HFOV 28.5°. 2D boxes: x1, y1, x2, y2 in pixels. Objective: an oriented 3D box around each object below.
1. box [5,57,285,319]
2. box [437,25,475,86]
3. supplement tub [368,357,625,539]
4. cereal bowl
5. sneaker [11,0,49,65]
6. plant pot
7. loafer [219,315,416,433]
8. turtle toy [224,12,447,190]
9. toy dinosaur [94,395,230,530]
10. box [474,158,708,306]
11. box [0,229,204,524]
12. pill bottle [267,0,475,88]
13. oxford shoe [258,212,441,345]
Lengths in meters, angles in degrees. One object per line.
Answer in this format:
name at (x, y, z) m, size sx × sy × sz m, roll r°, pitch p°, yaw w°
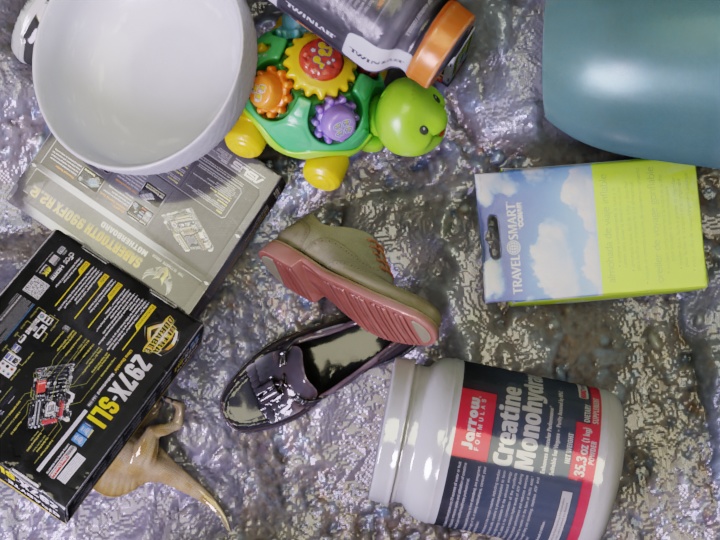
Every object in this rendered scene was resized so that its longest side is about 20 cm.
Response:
box at (-0.191, -0.071, 1.276) m, size 0.199 × 0.048 × 0.159 m, roll 33°, pitch 86°, yaw 4°
box at (0.006, -0.242, 1.260) m, size 0.199 × 0.110 × 0.035 m, roll 34°, pitch 86°, yaw 3°
supplement tub at (0.115, 0.154, 1.207) m, size 0.198 × 0.140 × 0.142 m, roll 11°, pitch 85°, yaw 1°
cereal bowl at (-0.174, -0.177, 1.208) m, size 0.198 × 0.083 × 0.202 m, roll -2°, pitch 85°, yaw 18°
sneaker at (-0.222, -0.243, 1.279) m, size 0.200 × 0.076 × 0.088 m, roll -41°, pitch 85°, yaw -3°
plant pot at (0.239, -0.189, 1.217) m, size 0.159 × 0.200 × 0.203 m, roll 2°, pitch 84°, yaw 13°
loafer at (-0.037, 0.080, 1.253) m, size 0.199 × 0.063 × 0.072 m, roll -27°, pitch 85°, yaw -2°
turtle toy at (-0.020, -0.153, 1.237) m, size 0.198 × 0.101 × 0.147 m, roll 22°, pitch 66°, yaw -3°
toy dinosaur at (-0.196, 0.155, 1.253) m, size 0.199 × 0.058 × 0.102 m, roll 23°, pitch 85°, yaw -23°
box at (0.204, -0.034, 1.270) m, size 0.198 × 0.048 × 0.123 m, roll -5°, pitch 84°, yaw 0°
box at (-0.251, 0.085, 1.193) m, size 0.159 × 0.049 × 0.201 m, roll 32°, pitch 63°, yaw 6°
pill bottle at (-0.005, -0.233, 1.151) m, size 0.199 × 0.106 × 0.107 m, roll 36°, pitch 86°, yaw 3°
oxford shoe at (0.000, 0.000, 1.222) m, size 0.199 × 0.071 × 0.074 m, roll 28°, pitch 67°, yaw 35°
